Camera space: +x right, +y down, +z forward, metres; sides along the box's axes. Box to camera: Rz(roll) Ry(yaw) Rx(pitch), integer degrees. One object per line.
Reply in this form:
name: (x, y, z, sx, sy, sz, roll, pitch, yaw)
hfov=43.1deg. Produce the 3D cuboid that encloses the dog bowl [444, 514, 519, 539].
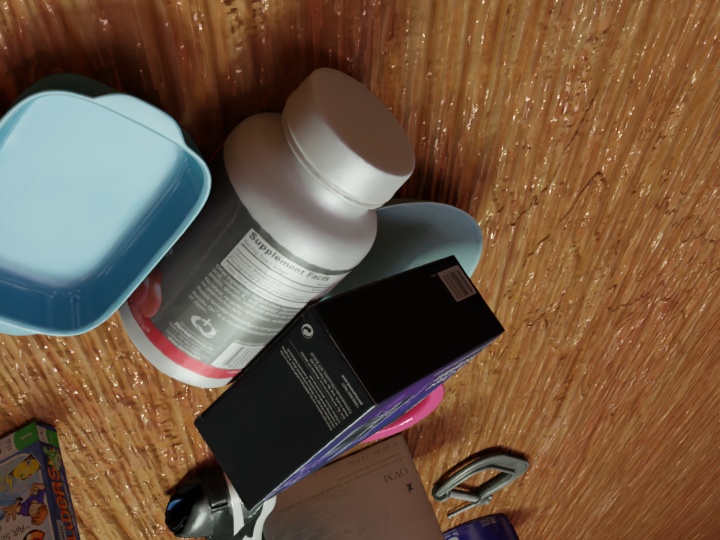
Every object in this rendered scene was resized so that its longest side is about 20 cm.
dog bowl: (0.188, 0.509, 1.592, 0.197, 0.080, 0.201, -18, 149, -11)

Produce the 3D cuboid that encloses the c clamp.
c clamp: (0.167, 0.320, 1.338, 0.169, 0.027, 0.200, -32, 149, 14)

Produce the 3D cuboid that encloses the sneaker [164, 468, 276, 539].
sneaker: (-0.166, 0.280, 1.012, 0.110, 0.074, 0.202, -4, 136, -24)

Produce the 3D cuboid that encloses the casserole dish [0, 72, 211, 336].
casserole dish: (-0.171, -0.036, 0.525, 0.120, 0.039, 0.200, 23, 128, -34)

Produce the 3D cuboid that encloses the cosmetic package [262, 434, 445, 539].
cosmetic package: (0.003, 0.339, 1.081, 0.196, 0.202, 0.123, -23, 150, -2)

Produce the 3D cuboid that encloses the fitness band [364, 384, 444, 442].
fitness band: (0.007, 0.124, 0.916, 0.142, 0.038, 0.200, -31, 147, 13)

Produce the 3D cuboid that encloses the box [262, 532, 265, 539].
box: (-0.200, 0.453, 1.191, 0.197, 0.125, 0.200, -9, 148, -27)

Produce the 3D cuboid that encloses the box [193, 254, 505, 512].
box: (-0.001, 0.074, 0.656, 0.141, 0.080, 0.199, -41, 167, 32)

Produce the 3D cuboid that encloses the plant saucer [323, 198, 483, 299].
plant saucer: (0.000, 0.000, 0.719, 0.197, 0.039, 0.202, -17, 148, -11)

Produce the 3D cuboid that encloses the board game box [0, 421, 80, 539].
board game box: (-0.328, 0.232, 0.751, 0.198, 0.137, 0.034, -28, 154, 6)

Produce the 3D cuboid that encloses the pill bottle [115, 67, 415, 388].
pill bottle: (-0.059, -0.025, 0.568, 0.110, 0.112, 0.200, 12, 134, -45)
